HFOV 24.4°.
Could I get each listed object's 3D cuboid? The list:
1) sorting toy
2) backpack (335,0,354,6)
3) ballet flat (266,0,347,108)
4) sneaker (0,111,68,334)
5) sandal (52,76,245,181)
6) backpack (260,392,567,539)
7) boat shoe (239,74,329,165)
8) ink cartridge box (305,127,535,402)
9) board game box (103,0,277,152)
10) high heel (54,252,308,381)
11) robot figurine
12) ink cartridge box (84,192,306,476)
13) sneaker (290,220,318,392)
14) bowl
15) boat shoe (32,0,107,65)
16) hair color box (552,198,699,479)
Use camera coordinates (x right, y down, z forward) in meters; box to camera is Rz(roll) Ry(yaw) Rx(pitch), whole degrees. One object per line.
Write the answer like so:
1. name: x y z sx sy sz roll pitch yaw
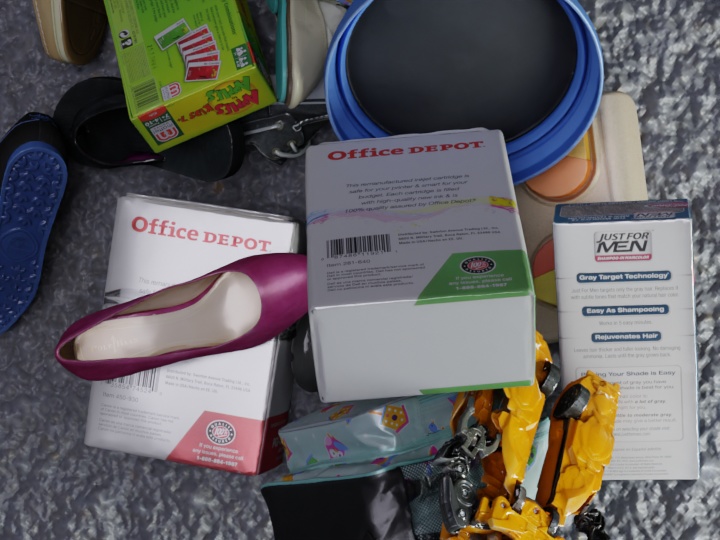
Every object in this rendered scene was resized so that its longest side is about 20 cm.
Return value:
1. sorting toy: 0.121 -0.035 1.276 0.200 0.036 0.185 -7 89 12
2. backpack: 0.043 -0.262 1.220 0.200 0.167 0.127 -9 90 -32
3. ballet flat: -0.040 -0.199 1.260 0.069 0.069 0.200 -22 48 12
4. sneaker: -0.287 -0.035 1.356 0.070 0.078 0.200 20 117 -22
5. sandal: -0.179 -0.110 1.302 0.200 0.048 0.075 9 108 37
6. backpack: 0.046 0.156 1.211 0.176 0.200 0.153 -22 73 53
7. boat shoe: -0.065 -0.119 1.308 0.200 0.072 0.071 -4 97 23
8. ink cartridge box: 0.038 -0.008 1.146 0.145 0.200 0.084 -5 126 1
9. board game box: -0.139 -0.195 1.277 0.102 0.048 0.200 -22 56 7
10. high heel: -0.124 0.032 1.215 0.200 0.096 0.067 -14 88 11
11. robot figurine: 0.113 0.132 1.117 0.145 0.200 0.058 36 136 -14
12. ink cartridge box: -0.124 0.048 1.307 0.147 0.083 0.200 9 92 12
13. sneaker: 0.000 0.000 1.285 0.079 0.075 0.200 10 102 20
14. bowl: 0.073 -0.142 1.195 0.201 0.039 0.201 0 132 0
15. boat shoe: -0.251 -0.263 1.347 0.066 0.074 0.200 -5 87 25
16. hair color box: 0.196 0.051 1.220 0.100 0.061 0.200 -2 107 10
